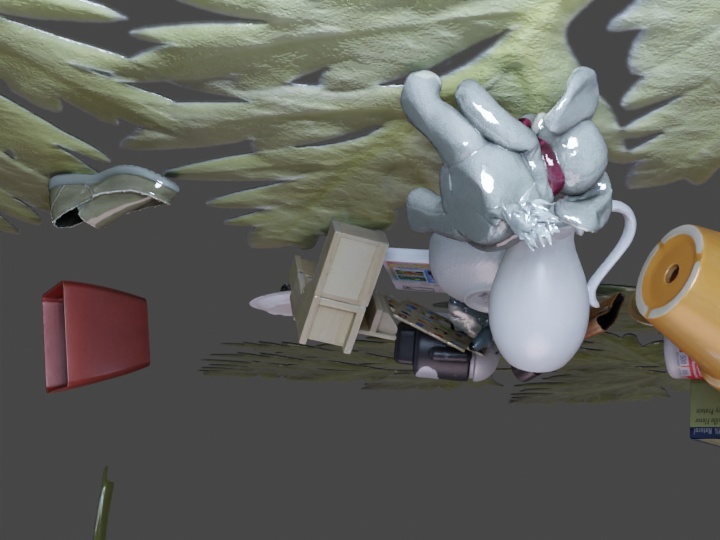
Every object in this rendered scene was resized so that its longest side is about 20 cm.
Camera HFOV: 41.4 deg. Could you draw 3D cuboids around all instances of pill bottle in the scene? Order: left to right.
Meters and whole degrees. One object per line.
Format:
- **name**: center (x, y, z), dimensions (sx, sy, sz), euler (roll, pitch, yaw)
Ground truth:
- **pill bottle**: center (0.601, 0.120, 1.542), dimensions (0.197, 0.114, 0.112), euler (-3, 164, 29)

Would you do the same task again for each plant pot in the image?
- **plant pot**: center (-0.526, 0.132, 1.906), dimensions (0.174, 0.204, 0.199), euler (-1, 171, -31)
- **plant pot**: center (0.449, 0.039, 1.171), dimensions (0.181, 0.203, 0.200), euler (26, 161, -14)

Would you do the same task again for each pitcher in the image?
- **pitcher**: center (0.238, 0.013, 1.131), dimensions (0.168, 0.203, 0.122), euler (-2, -155, -1)

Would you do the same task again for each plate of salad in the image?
- **plate of salad**: center (-0.094, 0.043, 1.649), dimensions (0.196, 0.049, 0.200), euler (-4, 168, -1)

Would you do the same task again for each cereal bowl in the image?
- **cereal bowl**: center (0.186, 0.004, 1.266), dimensions (0.197, 0.085, 0.201), euler (5, 159, 2)

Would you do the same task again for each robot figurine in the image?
- **robot figurine**: center (0.163, 0.139, 1.776), dimensions (0.196, 0.152, 0.126), euler (5, 137, 6)

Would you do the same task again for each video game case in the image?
- **video game case**: center (0.140, 0.004, 1.453), dimensions (0.197, 0.024, 0.182), euler (4, 165, 11)

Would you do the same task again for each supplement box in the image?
- **supplement box**: center (0.687, 0.199, 1.635), dimensions (0.133, 0.203, 0.198), euler (17, 162, -39)

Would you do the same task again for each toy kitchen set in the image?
- **toy kitchen set**: center (0.000, 0.000, 1.394), dimensions (0.161, 0.183, 0.201), euler (13, -156, -16)

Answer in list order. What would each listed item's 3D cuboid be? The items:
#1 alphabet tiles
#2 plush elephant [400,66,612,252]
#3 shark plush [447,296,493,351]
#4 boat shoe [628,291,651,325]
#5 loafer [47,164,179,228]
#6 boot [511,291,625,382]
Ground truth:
- **alphabet tiles**: center (0.124, 0.091, 1.612), dimensions (0.198, 0.006, 0.166), euler (27, -169, 7)
- **plush elephant**: center (0.145, -0.098, 0.839), dimensions (0.153, 0.167, 0.199), euler (-26, -142, -24)
- **shark plush**: center (0.238, 0.073, 1.562), dimensions (0.196, 0.085, 0.091), euler (-1, -158, -6)
- **boat shoe**: center (0.499, 0.054, 1.407), dimensions (0.198, 0.072, 0.069), euler (-6, 160, 34)
- **loafer**: center (-0.309, -0.083, 1.186), dimensions (0.197, 0.071, 0.075), euler (-3, 164, 31)
- **boot**: center (0.349, 0.083, 1.567), dimensions (0.200, 0.069, 0.188), euler (-43, 174, 40)
